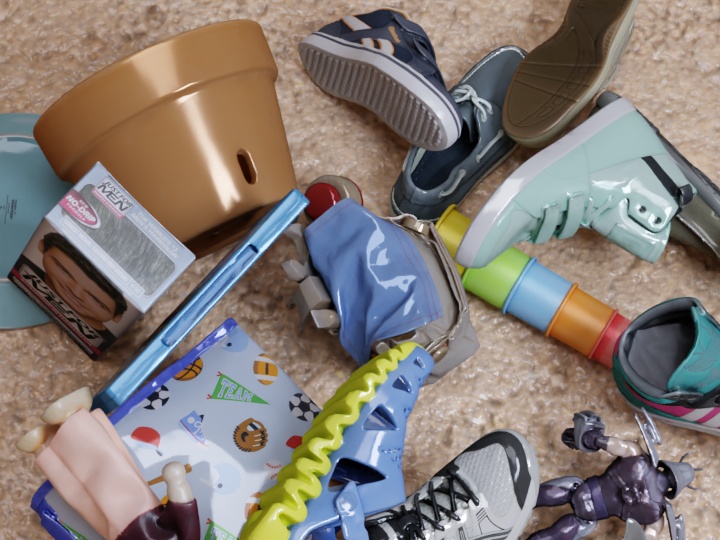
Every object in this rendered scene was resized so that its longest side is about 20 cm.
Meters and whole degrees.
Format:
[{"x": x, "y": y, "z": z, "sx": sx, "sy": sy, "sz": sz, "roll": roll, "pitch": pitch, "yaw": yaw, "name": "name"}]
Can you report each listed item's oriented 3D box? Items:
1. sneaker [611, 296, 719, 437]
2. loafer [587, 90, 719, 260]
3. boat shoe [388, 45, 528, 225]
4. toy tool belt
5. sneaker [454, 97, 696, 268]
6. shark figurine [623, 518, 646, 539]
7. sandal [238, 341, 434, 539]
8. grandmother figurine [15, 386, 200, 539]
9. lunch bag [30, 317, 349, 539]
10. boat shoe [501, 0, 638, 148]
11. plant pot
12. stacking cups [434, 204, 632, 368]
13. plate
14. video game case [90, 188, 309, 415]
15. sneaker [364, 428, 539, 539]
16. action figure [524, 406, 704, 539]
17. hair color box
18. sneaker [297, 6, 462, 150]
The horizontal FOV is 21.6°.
[{"x": 0.272, "y": 0.074, "z": 1.388, "sx": 0.199, "sy": 0.121, "sz": 0.084, "roll": 7, "pitch": 71, "yaw": 26, "name": "sneaker"}, {"x": 0.254, "y": -0.059, "z": 1.563, "sx": 0.070, "sy": 0.075, "sz": 0.200, "roll": -46, "pitch": 74, "yaw": 14, "name": "loafer"}, {"x": 0.091, "y": -0.119, "z": 1.577, "sx": 0.073, "sy": 0.062, "sz": 0.200, "roll": 31, "pitch": 66, "yaw": 12, "name": "boat shoe"}, {"x": 0.000, "y": 0.000, "z": 1.461, "sx": 0.125, "sy": 0.123, "sz": 0.200, "roll": -41, "pitch": 69, "yaw": 17, "name": "toy tool belt"}, {"x": 0.175, "y": -0.039, "z": 1.477, "sx": 0.200, "sy": 0.074, "sz": 0.118, "roll": -37, "pitch": 77, "yaw": -19, "name": "sneaker"}, {"x": 0.150, "y": 0.255, "z": 1.358, "sx": 0.214, "sy": 0.090, "sz": 0.129, "roll": -2, "pitch": 103, "yaw": -10, "name": "shark figurine"}, {"x": -0.003, "y": 0.139, "z": 1.330, "sx": 0.087, "sy": 0.079, "sz": 0.200, "roll": 36, "pitch": 70, "yaw": -6, "name": "sandal"}, {"x": -0.151, "y": 0.176, "z": 1.304, "sx": 0.200, "sy": 0.121, "sz": 0.060, "roll": 52, "pitch": 40, "yaw": 12, "name": "grandmother figurine"}, {"x": -0.118, "y": 0.168, "z": 1.393, "sx": 0.170, "sy": 0.124, "sz": 0.200, "roll": 43, "pitch": 62, "yaw": 14, "name": "lunch bag"}, {"x": 0.184, "y": -0.169, "z": 1.601, "sx": 0.072, "sy": 0.065, "sz": 0.200, "roll": 15, "pitch": 56, "yaw": 26, "name": "boat shoe"}, {"x": -0.139, "y": -0.088, "z": 1.489, "sx": 0.199, "sy": 0.200, "sz": 0.140, "roll": -25, "pitch": 85, "yaw": -14, "name": "plant pot"}, {"x": 0.142, "y": 0.025, "z": 1.518, "sx": 0.200, "sy": 0.061, "sz": 0.061, "roll": 33, "pitch": 67, "yaw": 8, "name": "stacking cups"}, {"x": -0.285, "y": -0.047, "z": 1.542, "sx": 0.199, "sy": 0.026, "sz": 0.201, "roll": 2, "pitch": 65, "yaw": -3, "name": "plate"}, {"x": -0.122, "y": 0.026, "z": 1.390, "sx": 0.018, "sy": 0.143, "sz": 0.200, "roll": 44, "pitch": 75, "yaw": -4, "name": "video game case"}, {"x": 0.046, "y": 0.192, "z": 1.362, "sx": 0.200, "sy": 0.088, "sz": 0.076, "roll": -49, "pitch": 56, "yaw": 9, "name": "sneaker"}, {"x": 0.163, "y": 0.175, "z": 1.424, "sx": 0.199, "sy": 0.069, "sz": 0.131, "roll": -17, "pitch": 82, "yaw": -1, "name": "action figure"}, {"x": -0.198, "y": -0.002, "z": 1.415, "sx": 0.099, "sy": 0.200, "sz": 0.061, "roll": 44, "pitch": 68, "yaw": -4, "name": "hair color box"}, {"x": 0.032, "y": -0.167, "z": 1.555, "sx": 0.079, "sy": 0.079, "sz": 0.200, "roll": -35, "pitch": 42, "yaw": -18, "name": "sneaker"}]
